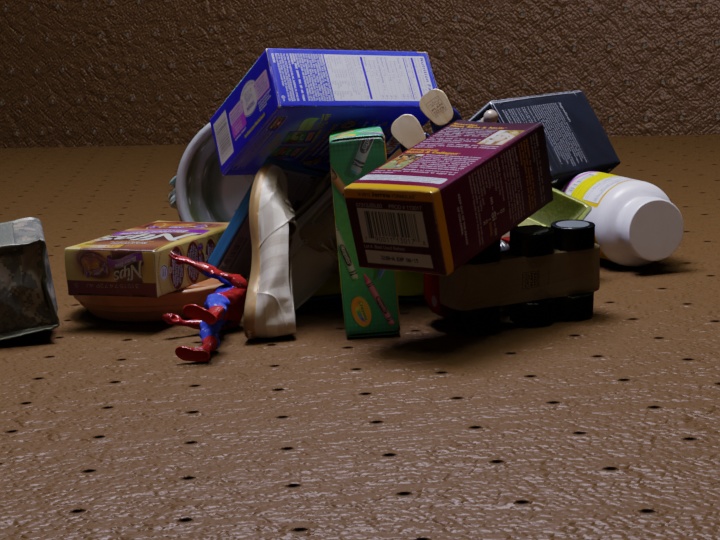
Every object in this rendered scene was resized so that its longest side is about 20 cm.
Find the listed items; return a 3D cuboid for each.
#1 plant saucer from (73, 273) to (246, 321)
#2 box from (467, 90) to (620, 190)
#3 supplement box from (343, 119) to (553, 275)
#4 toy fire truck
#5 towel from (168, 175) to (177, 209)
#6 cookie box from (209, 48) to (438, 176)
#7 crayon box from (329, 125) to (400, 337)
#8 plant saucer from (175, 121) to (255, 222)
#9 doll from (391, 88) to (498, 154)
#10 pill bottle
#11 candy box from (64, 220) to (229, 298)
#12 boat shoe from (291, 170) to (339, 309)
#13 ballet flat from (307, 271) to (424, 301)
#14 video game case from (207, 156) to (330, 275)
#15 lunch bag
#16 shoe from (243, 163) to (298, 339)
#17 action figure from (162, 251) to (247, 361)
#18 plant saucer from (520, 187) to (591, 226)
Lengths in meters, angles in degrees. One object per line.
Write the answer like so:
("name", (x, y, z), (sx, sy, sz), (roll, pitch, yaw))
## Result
("plant saucer", (-0.227, 0.025, 1.736), (0.198, 0.038, 0.200), (-4, 10, 1))
("box", (0.198, -0.131, 2.021), (0.196, 0.125, 0.200), (-15, -18, -45))
("supplement box", (0.090, -0.075, 1.489), (0.110, 0.086, 0.200), (6, 27, 38))
("toy fire truck", (0.133, -0.026, 1.605), (0.175, 0.130, 0.200), (-8, 14, -25))
("towel", (-0.130, -0.109, 1.950), (0.170, 0.049, 0.199), (20, -34, -35))
("cookie box", (-0.039, -0.171, 1.667), (0.199, 0.076, 0.171), (-3, -20, -29))
("crayon box", (0.004, -0.042, 1.567), (0.058, 0.202, 0.119), (-5, 10, 0))
("plant saucer", (-0.121, -0.095, 1.824), (0.198, 0.202, 0.050), (-3, 7, 1))
("doll", (0.094, -0.133, 1.669), (0.136, 0.049, 0.200), (-41, -21, 0))
("pill bottle", (0.320, -0.062, 1.872), (0.103, 0.105, 0.200), (-5, 10, -14))
("candy box", (-0.226, -0.015, 1.699), (0.116, 0.057, 0.200), (2, 12, 23))
("boat shoe", (-0.036, -0.037, 1.659), (0.068, 0.201, 0.075), (17, -20, 46))
("ballet flat", (0.000, 0.000, 1.719), (0.198, 0.068, 0.067), (-1, 14, 10))
("video game case", (-0.071, -0.053, 1.737), (0.018, 0.144, 0.199), (42, 20, 33))
("lunch bag", (-0.430, 0.016, 1.630), (0.198, 0.119, 0.164), (-11, 11, -11))
("shoe", (-0.087, -0.020, 1.583), (0.053, 0.202, 0.070), (-2, -27, 8))
("action figure", (-0.171, 0.035, 1.551), (0.098, 0.066, 0.200), (16, 12, 6))
("plant saucer", (0.134, -0.048, 1.742), (0.199, 0.048, 0.200), (26, 42, 19))
